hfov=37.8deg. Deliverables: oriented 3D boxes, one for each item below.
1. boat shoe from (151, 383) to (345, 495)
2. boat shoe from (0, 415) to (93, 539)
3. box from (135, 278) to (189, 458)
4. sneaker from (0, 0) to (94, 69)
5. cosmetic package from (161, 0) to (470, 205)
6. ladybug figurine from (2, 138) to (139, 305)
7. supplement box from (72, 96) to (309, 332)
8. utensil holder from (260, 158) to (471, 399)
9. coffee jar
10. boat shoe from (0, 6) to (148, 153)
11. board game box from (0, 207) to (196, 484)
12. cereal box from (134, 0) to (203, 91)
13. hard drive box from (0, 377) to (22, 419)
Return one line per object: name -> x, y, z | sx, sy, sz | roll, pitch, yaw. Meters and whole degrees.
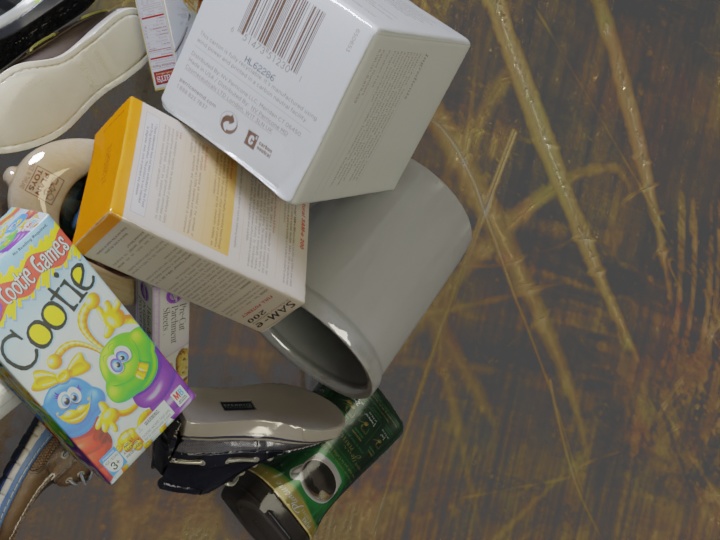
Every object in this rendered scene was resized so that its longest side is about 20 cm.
boat shoe -> -0.115, 0.169, 1.038 | 0.197, 0.075, 0.094 | 8, 119, -31
boat shoe -> -0.272, 0.162, 0.963 | 0.072, 0.072, 0.203 | 31, 77, -17
box -> -0.188, 0.087, 0.995 | 0.041, 0.039, 0.203 | -15, 128, -33
sneaker -> -0.319, -0.233, 0.915 | 0.199, 0.072, 0.083 | -40, 91, -25
cosmetic package -> -0.035, -0.178, 0.945 | 0.199, 0.166, 0.168 | -15, 138, -60
ladybug figurine -> -0.240, -0.046, 0.971 | 0.199, 0.071, 0.138 | 33, 78, -33
supplement box -> -0.142, -0.045, 0.926 | 0.198, 0.073, 0.128 | 27, 48, -31
utensil holder -> 0.000, 0.000, 1.085 | 0.201, 0.169, 0.171 | -52, 120, -24
coffee jar -> -0.051, 0.203, 1.119 | 0.200, 0.085, 0.105 | -45, 112, -23
boat shoe -> -0.274, -0.173, 0.942 | 0.199, 0.059, 0.073 | -42, 126, -23
board game box -> -0.247, 0.060, 0.867 | 0.105, 0.102, 0.201 | -45, 118, -21
cereal box -> -0.161, -0.279, 0.983 | 0.144, 0.039, 0.204 | -37, 118, -60
hard drive box -> -0.359, 0.033, 0.896 | 0.155, 0.076, 0.202 | -40, 116, -24
